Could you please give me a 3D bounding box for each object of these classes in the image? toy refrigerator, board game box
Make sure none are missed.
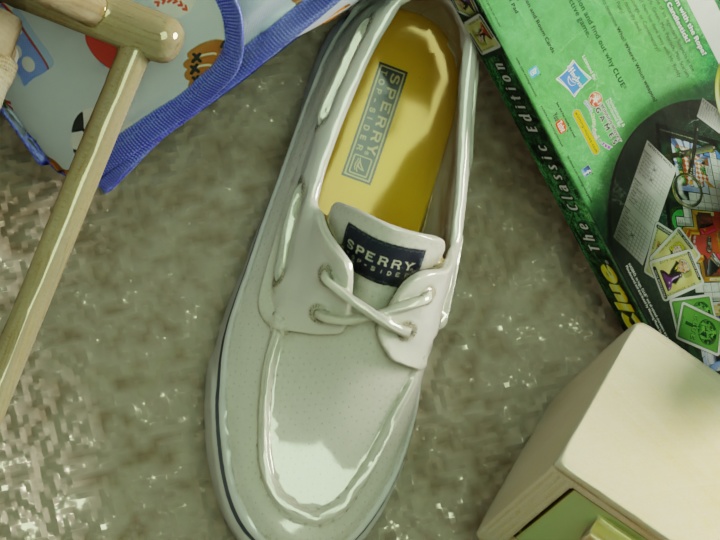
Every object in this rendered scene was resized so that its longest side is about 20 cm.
[{"bbox_3d":[0.144,0.110,0.980,0.200,0.076,0.070,35,59,-4],"label":"toy refrigerator"},{"bbox_3d":[0.110,-0.047,1.000,0.105,0.023,0.200,-34,109,-17],"label":"board game box"}]

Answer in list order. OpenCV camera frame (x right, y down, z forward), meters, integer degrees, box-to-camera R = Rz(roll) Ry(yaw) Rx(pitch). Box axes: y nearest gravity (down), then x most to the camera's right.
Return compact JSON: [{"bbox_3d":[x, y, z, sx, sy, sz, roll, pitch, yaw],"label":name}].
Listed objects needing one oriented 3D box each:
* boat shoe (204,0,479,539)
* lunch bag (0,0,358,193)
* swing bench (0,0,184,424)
[{"bbox_3d":[0.000,0.000,0.977,0.071,0.070,0.200,18,79,-10],"label":"boat shoe"},{"bbox_3d":[-0.062,-0.144,0.960,0.200,0.124,0.170,-36,92,1],"label":"lunch bag"},{"bbox_3d":[-0.194,-0.026,0.883,0.200,0.130,0.199,23,90,24],"label":"swing bench"}]
